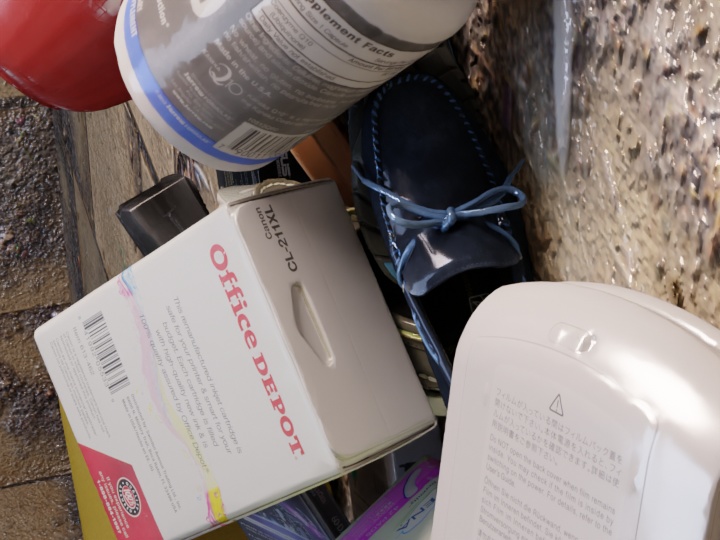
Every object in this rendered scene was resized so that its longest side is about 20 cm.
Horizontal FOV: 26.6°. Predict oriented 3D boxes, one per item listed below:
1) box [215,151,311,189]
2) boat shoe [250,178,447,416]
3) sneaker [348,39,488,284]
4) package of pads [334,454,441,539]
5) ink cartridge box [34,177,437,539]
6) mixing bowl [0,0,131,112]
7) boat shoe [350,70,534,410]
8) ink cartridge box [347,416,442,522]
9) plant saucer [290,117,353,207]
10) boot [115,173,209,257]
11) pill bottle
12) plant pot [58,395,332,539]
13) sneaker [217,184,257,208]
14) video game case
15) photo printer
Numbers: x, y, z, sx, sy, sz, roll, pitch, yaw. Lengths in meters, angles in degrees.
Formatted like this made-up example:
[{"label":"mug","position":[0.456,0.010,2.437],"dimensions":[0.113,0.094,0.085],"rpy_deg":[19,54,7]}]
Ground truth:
[{"label":"box","position":[-0.085,-0.110,1.211],"dimensions":[0.160,0.043,0.202],"rpy_deg":[175,86,-74]},{"label":"boat shoe","position":[0.002,-0.001,0.854],"dimensions":[0.202,0.072,0.061],"rpy_deg":[41,144,36]},{"label":"sneaker","position":[0.027,-0.089,0.815],"dimensions":[0.082,0.073,0.202],"rpy_deg":[83,-178,-83]},{"label":"package of pads","position":[0.032,0.178,0.776],"dimensions":[0.068,0.154,0.200],"rpy_deg":[50,170,-13]},{"label":"ink cartridge box","position":[-0.072,0.058,0.827],"dimensions":[0.200,0.083,0.147],"rpy_deg":[-28,83,43]},{"label":"mixing bowl","position":[-0.192,-0.175,0.971],"dimensions":[0.200,0.108,0.200],"rpy_deg":[43,-170,-9]},{"label":"boat shoe","position":[0.056,-0.004,0.732],"dimensions":[0.069,0.084,0.201],"rpy_deg":[8,-121,-87]},{"label":"ink cartridge box","position":[0.016,0.084,0.977],"dimensions":[0.119,0.042,0.202],"rpy_deg":[-154,53,-71]},{"label":"plant saucer","position":[-0.050,-0.122,0.965],"dimensions":[0.201,0.032,0.200],"rpy_deg":[56,-175,-7]},{"label":"boot","position":[-0.090,0.034,0.981],"dimensions":[0.200,0.066,0.165],"rpy_deg":[51,157,-11]},{"label":"pill bottle","position":[-0.016,-0.137,0.706],"dimensions":[0.200,0.113,0.115],"rpy_deg":[-31,66,41]},{"label":"plant pot","position":[-0.123,0.149,1.246],"dimensions":[0.200,0.194,0.196],"rpy_deg":[134,125,-63]},{"label":"sneaker","position":[-0.052,-0.016,1.031],"dimensions":[0.200,0.070,0.081],"rpy_deg":[34,-123,-82]},{"label":"video game case","position":[-0.045,0.165,0.990],"dimensions":[0.142,0.019,0.201],"rpy_deg":[13,139,51]},{"label":"photo printer","position":[0.094,0.108,0.584],"dimensions":[0.166,0.069,0.202],"rpy_deg":[26,113,55]}]
